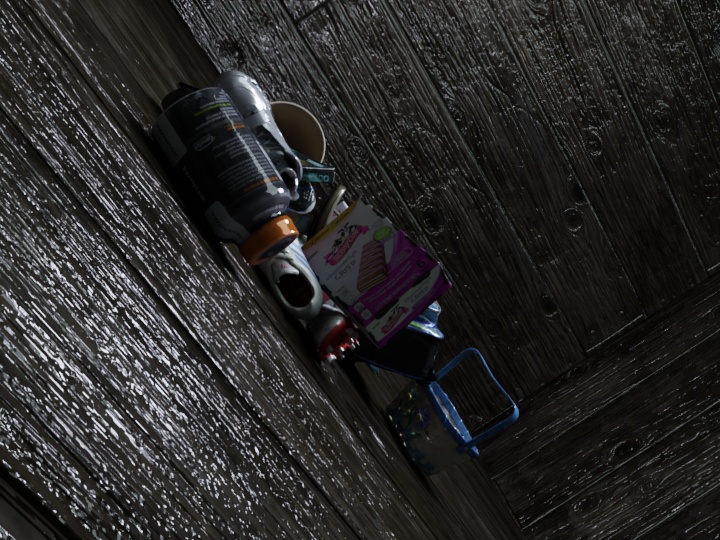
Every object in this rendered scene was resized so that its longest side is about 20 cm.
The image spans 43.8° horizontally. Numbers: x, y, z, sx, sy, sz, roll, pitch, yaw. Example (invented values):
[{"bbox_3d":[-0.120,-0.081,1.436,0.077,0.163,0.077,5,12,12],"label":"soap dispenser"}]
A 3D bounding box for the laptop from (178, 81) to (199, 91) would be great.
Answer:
[{"bbox_3d":[-0.274,-0.248,1.738,0.177,0.103,0.201,52,30,-57],"label":"laptop"}]

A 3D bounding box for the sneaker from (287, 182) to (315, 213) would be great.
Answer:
[{"bbox_3d":[-0.147,-0.143,1.597,0.200,0.076,0.077,30,-26,39],"label":"sneaker"}]

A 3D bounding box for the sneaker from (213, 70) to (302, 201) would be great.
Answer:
[{"bbox_3d":[-0.141,-0.190,1.295,0.115,0.075,0.200,53,-9,53],"label":"sneaker"}]

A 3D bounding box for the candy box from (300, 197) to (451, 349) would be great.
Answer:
[{"bbox_3d":[0.013,-0.001,1.265,0.200,0.136,0.061,42,-10,43],"label":"candy box"}]

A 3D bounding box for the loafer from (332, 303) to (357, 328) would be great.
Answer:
[{"bbox_3d":[0.000,0.000,1.423,0.072,0.063,0.201,113,-10,-65],"label":"loafer"}]

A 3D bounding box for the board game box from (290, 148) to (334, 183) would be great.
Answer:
[{"bbox_3d":[-0.148,-0.183,1.501,0.200,0.135,0.028,32,-63,54],"label":"board game box"}]

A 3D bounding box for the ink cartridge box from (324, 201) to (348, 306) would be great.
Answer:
[{"bbox_3d":[-0.040,-0.021,1.813,0.200,0.144,0.084,58,3,41],"label":"ink cartridge box"}]

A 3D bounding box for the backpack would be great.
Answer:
[{"bbox_3d":[0.045,0.089,1.527,0.182,0.148,0.200,18,4,-10],"label":"backpack"}]

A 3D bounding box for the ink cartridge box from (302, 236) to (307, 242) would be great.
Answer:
[{"bbox_3d":[-0.092,-0.036,1.571,0.200,0.037,0.095,36,-5,19],"label":"ink cartridge box"}]

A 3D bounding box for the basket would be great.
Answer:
[{"bbox_3d":[0.157,0.245,1.551,0.139,0.200,0.177,55,2,-40],"label":"basket"}]

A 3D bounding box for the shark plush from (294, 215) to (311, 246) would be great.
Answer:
[{"bbox_3d":[-0.131,-0.025,1.380,0.083,0.091,0.200,28,30,-24],"label":"shark plush"}]

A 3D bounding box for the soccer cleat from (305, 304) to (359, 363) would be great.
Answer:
[{"bbox_3d":[-0.047,0.083,1.277,0.085,0.069,0.200,48,-2,9],"label":"soccer cleat"}]

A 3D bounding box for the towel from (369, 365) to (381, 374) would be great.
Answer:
[{"bbox_3d":[-0.024,0.112,1.886,0.147,0.022,0.200,56,2,-43],"label":"towel"}]

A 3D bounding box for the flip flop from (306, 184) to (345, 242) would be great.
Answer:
[{"bbox_3d":[-0.052,-0.036,1.410,0.057,0.201,0.081,15,-13,-14],"label":"flip flop"}]

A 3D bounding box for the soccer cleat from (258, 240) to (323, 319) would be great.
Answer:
[{"bbox_3d":[-0.112,-0.024,1.228,0.200,0.070,0.086,57,2,5],"label":"soccer cleat"}]

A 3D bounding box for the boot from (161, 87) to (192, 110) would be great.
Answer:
[{"bbox_3d":[-0.206,-0.156,1.311,0.200,0.072,0.182,64,-1,-40],"label":"boot"}]

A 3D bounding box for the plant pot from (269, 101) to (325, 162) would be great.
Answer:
[{"bbox_3d":[-0.185,-0.260,2.016,0.188,0.187,0.200,56,-12,-1],"label":"plant pot"}]

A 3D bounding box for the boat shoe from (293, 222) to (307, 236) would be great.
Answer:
[{"bbox_3d":[-0.115,-0.055,1.688,0.200,0.066,0.075,58,3,24],"label":"boat shoe"}]

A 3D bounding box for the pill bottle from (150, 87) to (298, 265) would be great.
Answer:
[{"bbox_3d":[-0.153,-0.106,1.056,0.200,0.106,0.106,57,2,8],"label":"pill bottle"}]
